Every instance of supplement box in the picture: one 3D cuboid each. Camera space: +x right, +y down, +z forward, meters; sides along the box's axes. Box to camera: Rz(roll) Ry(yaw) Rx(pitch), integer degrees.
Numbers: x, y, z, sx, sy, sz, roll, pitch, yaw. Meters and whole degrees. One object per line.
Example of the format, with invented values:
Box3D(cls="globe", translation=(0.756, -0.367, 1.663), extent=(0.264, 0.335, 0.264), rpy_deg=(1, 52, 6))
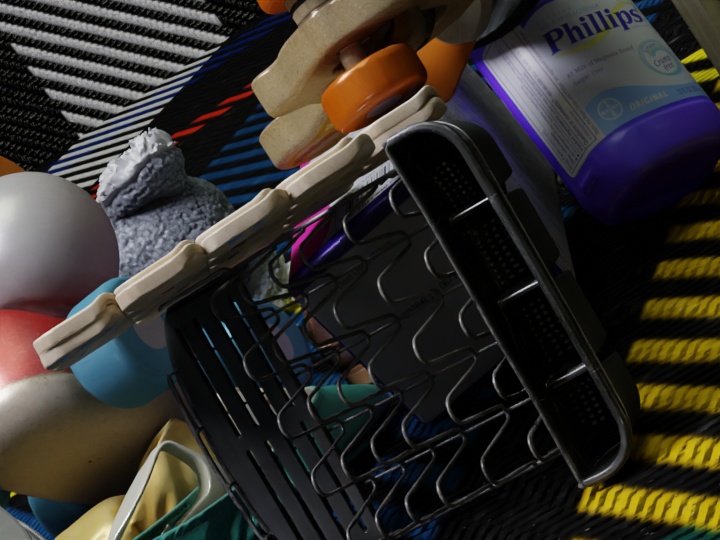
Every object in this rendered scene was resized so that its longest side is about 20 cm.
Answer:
Box3D(cls="supplement box", translation=(0.034, -0.028, 1.127), extent=(0.101, 0.103, 0.200), rpy_deg=(-41, 18, 16))

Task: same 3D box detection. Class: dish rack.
Box3D(cls="dish rack", translation=(0.006, 0.041, 0.915), extent=(0.199, 0.154, 0.054), rpy_deg=(-30, 0, 30))

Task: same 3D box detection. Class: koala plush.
Box3D(cls="koala plush", translation=(-0.155, 0.013, 1.462), extent=(0.199, 0.178, 0.184), rpy_deg=(-33, 24, 13))

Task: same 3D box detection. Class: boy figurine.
Box3D(cls="boy figurine", translation=(-0.145, 0.151, 1.122), extent=(0.200, 0.065, 0.124), rpy_deg=(-37, 8, 8))

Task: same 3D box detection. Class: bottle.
Box3D(cls="bottle", translation=(0.097, -0.117, 1.120), extent=(0.083, 0.201, 0.065), rpy_deg=(-20, -26, -31))

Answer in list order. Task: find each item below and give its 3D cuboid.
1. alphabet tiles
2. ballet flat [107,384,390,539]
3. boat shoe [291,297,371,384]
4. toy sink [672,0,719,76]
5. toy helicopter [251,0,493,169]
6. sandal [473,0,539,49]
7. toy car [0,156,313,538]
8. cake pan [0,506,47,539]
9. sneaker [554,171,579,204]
Box3D(cls="alphabet tiles", translation=(-0.052, -0.016, 0.970), extent=(0.199, 0.015, 0.196), rpy_deg=(-33, -1, -4))
Box3D(cls="ballet flat", translation=(-0.060, 0.097, 1.064), extent=(0.067, 0.071, 0.200), rpy_deg=(-21, 19, 52))
Box3D(cls="boat shoe", translation=(0.000, 0.000, 1.270), extent=(0.070, 0.070, 0.200), rpy_deg=(-38, 10, 9))
Box3D(cls="toy sink", translation=(0.228, -0.193, 1.208), extent=(0.112, 0.131, 0.200), rpy_deg=(-30, 12, 24))
Box3D(cls="toy helicopter", translation=(0.004, -0.100, 1.038), extent=(0.132, 0.079, 0.200), rpy_deg=(-29, -8, -25))
Box3D(cls="sandal", translation=(0.028, -0.136, 1.099), extent=(0.048, 0.076, 0.200), rpy_deg=(0, -19, -36))
Box3D(cls="toy car", translation=(-0.155, 0.019, 1.210), extent=(0.176, 0.201, 0.184), rpy_deg=(10, -38, -46))
Box3D(cls="cake pan", translation=(-0.224, 0.173, 1.030), extent=(0.199, 0.037, 0.201), rpy_deg=(-4, 46, 4))
Box3D(cls="sneaker", translation=(0.130, -0.087, 1.246), extent=(0.089, 0.077, 0.200), rpy_deg=(-45, 6, 13))
